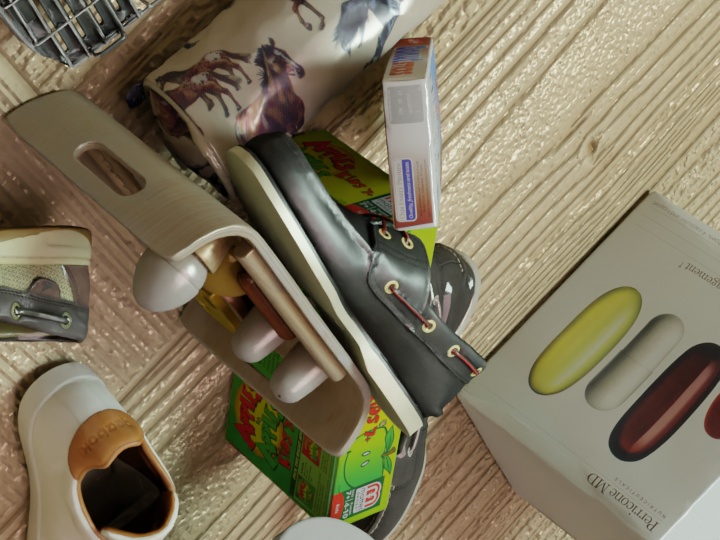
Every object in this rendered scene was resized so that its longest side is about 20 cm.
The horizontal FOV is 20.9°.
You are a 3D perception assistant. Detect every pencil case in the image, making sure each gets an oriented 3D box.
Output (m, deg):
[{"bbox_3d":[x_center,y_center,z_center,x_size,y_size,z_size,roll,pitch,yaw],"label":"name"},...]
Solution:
[{"bbox_3d":[-0.024,-0.127,0.991,0.200,0.089,0.078,-44,113,-12],"label":"pencil case"}]

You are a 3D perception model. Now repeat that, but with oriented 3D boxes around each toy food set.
[{"bbox_3d":[-0.086,0.007,0.974,0.060,0.143,0.200,-45,142,-10],"label":"toy food set"}]

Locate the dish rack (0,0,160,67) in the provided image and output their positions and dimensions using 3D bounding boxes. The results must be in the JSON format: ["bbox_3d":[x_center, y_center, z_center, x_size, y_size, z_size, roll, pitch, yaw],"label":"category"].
[{"bbox_3d":[-0.100,-0.194,0.882,0.200,0.055,0.154,-41,139,-12],"label":"dish rack"}]

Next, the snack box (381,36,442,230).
[{"bbox_3d":[0.028,-0.075,1.003,0.024,0.200,0.072,-5,102,4],"label":"snack box"}]

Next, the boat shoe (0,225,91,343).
[{"bbox_3d":[-0.204,0.018,0.906,0.200,0.073,0.065,-10,85,-41],"label":"boat shoe"}]

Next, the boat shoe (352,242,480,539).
[{"bbox_3d":[0.013,0.077,1.189,0.057,0.067,0.201,0,112,-57],"label":"boat shoe"}]

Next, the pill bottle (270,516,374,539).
[{"bbox_3d":[-0.068,0.226,1.119,0.114,0.114,0.200,-4,152,-44],"label":"pill bottle"}]

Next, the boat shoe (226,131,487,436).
[{"bbox_3d":[-0.001,-0.001,0.968,0.063,0.074,0.202,-39,129,-5],"label":"boat shoe"}]

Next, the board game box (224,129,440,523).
[{"bbox_3d":[-0.019,0.035,1.097,0.048,0.102,0.201,-17,129,-36],"label":"board game box"}]

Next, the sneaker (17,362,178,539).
[{"bbox_3d":[-0.138,0.147,1.076,0.073,0.085,0.200,-34,141,-25],"label":"sneaker"}]

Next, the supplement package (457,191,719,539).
[{"bbox_3d":[0.212,0.095,1.307,0.200,0.191,0.147,-45,141,-11],"label":"supplement package"}]
